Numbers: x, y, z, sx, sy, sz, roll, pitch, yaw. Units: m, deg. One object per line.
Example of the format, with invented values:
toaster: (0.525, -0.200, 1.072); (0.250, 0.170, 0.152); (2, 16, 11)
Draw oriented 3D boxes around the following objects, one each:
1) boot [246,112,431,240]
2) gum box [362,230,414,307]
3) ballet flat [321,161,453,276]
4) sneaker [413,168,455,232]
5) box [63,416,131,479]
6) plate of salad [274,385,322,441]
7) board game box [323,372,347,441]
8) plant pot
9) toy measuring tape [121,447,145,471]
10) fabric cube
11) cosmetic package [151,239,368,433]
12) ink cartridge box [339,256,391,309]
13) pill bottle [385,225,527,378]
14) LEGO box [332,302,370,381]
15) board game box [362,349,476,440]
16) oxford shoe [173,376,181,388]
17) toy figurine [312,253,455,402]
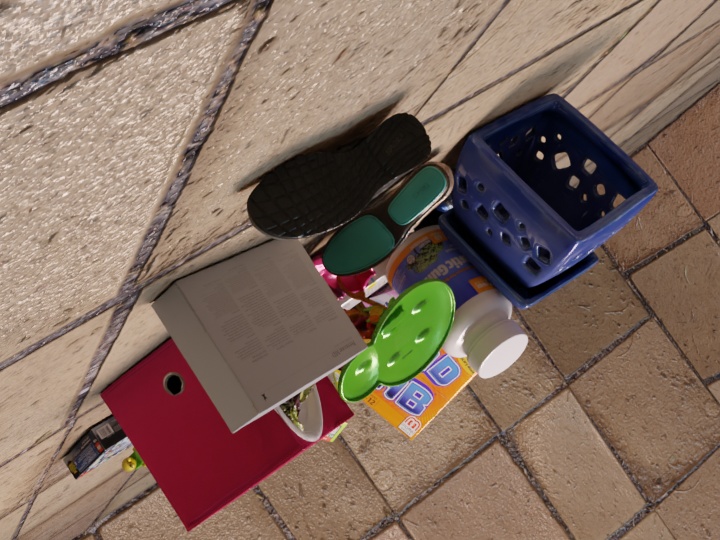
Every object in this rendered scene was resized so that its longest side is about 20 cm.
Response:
boot: (-0.033, -0.064, 1.071); (0.199, 0.068, 0.131); (-30, 178, -32)
gum box: (0.084, 0.028, 1.829); (0.066, 0.114, 0.200); (-20, -157, 30)
ballet flat: (0.039, -0.061, 1.468); (0.200, 0.068, 0.067); (-36, -179, 18)
sneaker: (0.102, -0.077, 1.698); (0.085, 0.077, 0.200); (-28, 162, -23)
box: (-0.327, 0.223, 1.747); (0.200, 0.040, 0.137); (-31, 173, -39)
plate of salad: (-0.084, 0.100, 1.372); (0.048, 0.201, 0.200); (-25, 176, 11)
board game box: (-0.122, 0.179, 1.734); (0.199, 0.102, 0.048); (16, 128, -30)
plant pot: (0.230, -0.080, 1.544); (0.200, 0.200, 0.180); (-29, 155, -39)
toy measuring tape: (-0.333, 0.291, 2.100); (0.199, 0.074, 0.074); (-33, 173, -23)
fabric cube: (-0.163, 0.169, 1.489); (0.196, 0.200, 0.200); (-36, 174, 17)
cosmetic package: (-0.098, 0.058, 1.217); (0.052, 0.151, 0.200); (-39, 172, 36)
ink cartridge box: (0.000, 0.000, 1.694); (0.199, 0.067, 0.116); (-35, 174, -5)
pill bottle: (0.131, 0.043, 1.590); (0.112, 0.200, 0.112); (-29, 149, -19)
LEGO box: (-0.050, 0.103, 1.864); (0.200, 0.077, 0.149); (-39, -153, 25)
board game box: (0.079, 0.130, 2.098); (0.200, 0.200, 0.200); (-47, -168, 13)
oxford shoe: (-0.175, 0.120, 1.630); (0.200, 0.073, 0.071); (-38, 172, 18)
toy figurine: (-0.013, 0.053, 1.515); (0.200, 0.184, 0.151); (-38, 140, -25)
